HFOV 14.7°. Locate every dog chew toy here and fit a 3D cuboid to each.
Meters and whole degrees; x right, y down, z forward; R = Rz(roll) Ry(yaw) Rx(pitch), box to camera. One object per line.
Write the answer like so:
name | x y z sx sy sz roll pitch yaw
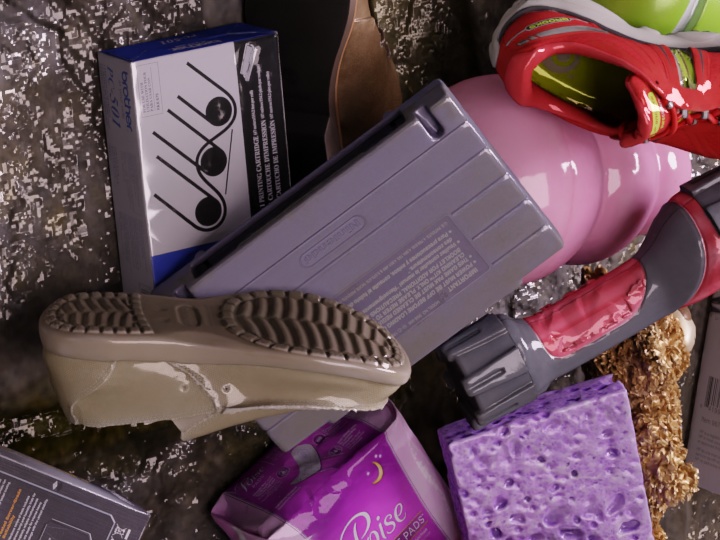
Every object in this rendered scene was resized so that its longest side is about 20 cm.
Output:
dog chew toy | 0.117 -0.056 1.651 0.200 0.125 0.125 -6 105 -42

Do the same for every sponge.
sponge | 0.119 0.169 1.646 0.112 0.030 0.200 -16 111 -8

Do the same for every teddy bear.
teddy bear | 0.171 0.088 1.704 0.067 0.145 0.200 -5 108 -3

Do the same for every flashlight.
flashlight | 0.139 0.014 1.592 0.200 0.068 0.068 -28 82 -9

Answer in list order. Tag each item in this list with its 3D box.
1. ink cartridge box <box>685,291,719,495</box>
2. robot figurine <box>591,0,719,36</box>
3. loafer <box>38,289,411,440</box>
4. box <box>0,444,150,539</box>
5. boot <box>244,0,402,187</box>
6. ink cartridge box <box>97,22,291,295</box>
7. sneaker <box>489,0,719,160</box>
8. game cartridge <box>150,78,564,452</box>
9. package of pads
ink cartridge box | 0.296 0.056 1.778 0.084 0.145 0.200 2 100 -35
robot figurine | 0.186 -0.160 1.661 0.200 0.116 0.176 19 56 -42
loafer | -0.074 0.054 1.491 0.200 0.076 0.068 6 117 -7
box | -0.225 0.193 1.519 0.158 0.048 0.200 26 87 -35
boot | -0.015 -0.128 1.578 0.075 0.074 0.200 -22 121 -45
ink cartridge box | -0.087 -0.031 1.558 0.094 0.044 0.200 -15 110 -29
sneaker | 0.167 -0.092 1.559 0.200 0.085 0.077 13 120 -4
game cartridge | 0.000 0.000 1.538 0.200 0.038 0.130 -36 124 6
package of pads | 0.011 0.178 1.660 0.121 0.076 0.200 -44 122 -20
